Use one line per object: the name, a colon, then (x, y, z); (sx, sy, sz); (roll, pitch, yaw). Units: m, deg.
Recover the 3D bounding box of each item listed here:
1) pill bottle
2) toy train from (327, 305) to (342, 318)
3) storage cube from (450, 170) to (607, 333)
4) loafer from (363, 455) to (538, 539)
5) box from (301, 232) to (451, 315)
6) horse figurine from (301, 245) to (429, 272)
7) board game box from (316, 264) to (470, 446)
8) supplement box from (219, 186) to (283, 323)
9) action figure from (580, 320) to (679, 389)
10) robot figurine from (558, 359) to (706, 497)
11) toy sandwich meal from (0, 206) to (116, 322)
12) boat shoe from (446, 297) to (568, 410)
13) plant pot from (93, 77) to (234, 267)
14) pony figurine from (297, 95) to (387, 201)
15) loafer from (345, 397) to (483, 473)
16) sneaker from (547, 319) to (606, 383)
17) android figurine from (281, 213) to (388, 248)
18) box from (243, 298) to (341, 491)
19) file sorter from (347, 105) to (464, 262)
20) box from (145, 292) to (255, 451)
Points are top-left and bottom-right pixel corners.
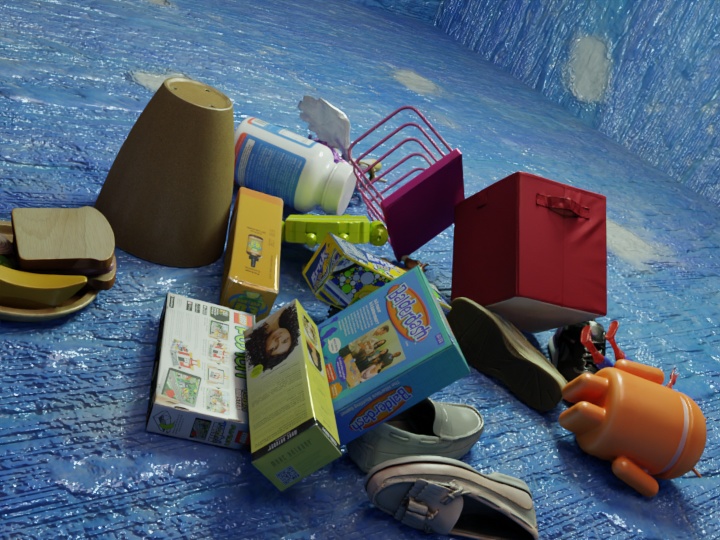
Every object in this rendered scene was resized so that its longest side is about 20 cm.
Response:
pill bottle: (-0.110, -0.160, 1.333); (0.197, 0.114, 0.112); (23, 24, 10)
toy train: (0.020, 0.107, 1.041); (0.045, 0.035, 0.200); (3, 33, -44)
storage cube: (0.248, -0.019, 1.233); (0.168, 0.184, 0.199); (11, -16, -25)
loafer: (0.098, 0.235, 0.826); (0.196, 0.073, 0.063); (15, 33, -26)
box: (0.024, 0.028, 1.100); (0.198, 0.071, 0.065); (26, 17, -33)
horse figurine: (0.000, 0.000, 1.212); (0.131, 0.051, 0.199); (29, 22, 23)
board game box: (0.003, 0.096, 0.873); (0.045, 0.197, 0.153); (55, 9, -32)
supplement box: (-0.141, -0.021, 1.073); (0.065, 0.070, 0.202); (16, 34, -15)
action figure: (0.387, 0.139, 1.171); (0.202, 0.064, 0.099); (55, 47, -22)
robot figurine: (0.356, 0.199, 1.065); (0.196, 0.119, 0.144); (19, 23, -7)
toy sandwich meal: (-0.363, -0.020, 0.901); (0.201, 0.071, 0.206); (20, 25, -10)
boat shoe: (0.203, 0.112, 1.153); (0.199, 0.074, 0.063); (38, 22, 21)
plant pot: (-0.240, -0.140, 1.092); (0.183, 0.203, 0.187); (19, 26, -10)
pony figurine: (-0.044, -0.195, 1.456); (0.190, 0.170, 0.200); (23, 7, -4)
loafer: (0.072, 0.173, 0.914); (0.197, 0.071, 0.070); (-3, 38, -44)
sneaker: (0.326, 0.122, 1.217); (0.074, 0.089, 0.201); (19, 26, -9)
android figurine: (-0.048, -0.058, 1.207); (0.177, 0.042, 0.200); (1, 9, -4)
box: (-0.072, 0.117, 0.827); (0.050, 0.074, 0.201); (53, 10, -33)
file sorter: (0.071, -0.135, 1.287); (0.126, 0.138, 0.201); (53, -6, 23)
box: (-0.165, 0.102, 0.883); (0.108, 0.035, 0.201); (16, 26, -17)
